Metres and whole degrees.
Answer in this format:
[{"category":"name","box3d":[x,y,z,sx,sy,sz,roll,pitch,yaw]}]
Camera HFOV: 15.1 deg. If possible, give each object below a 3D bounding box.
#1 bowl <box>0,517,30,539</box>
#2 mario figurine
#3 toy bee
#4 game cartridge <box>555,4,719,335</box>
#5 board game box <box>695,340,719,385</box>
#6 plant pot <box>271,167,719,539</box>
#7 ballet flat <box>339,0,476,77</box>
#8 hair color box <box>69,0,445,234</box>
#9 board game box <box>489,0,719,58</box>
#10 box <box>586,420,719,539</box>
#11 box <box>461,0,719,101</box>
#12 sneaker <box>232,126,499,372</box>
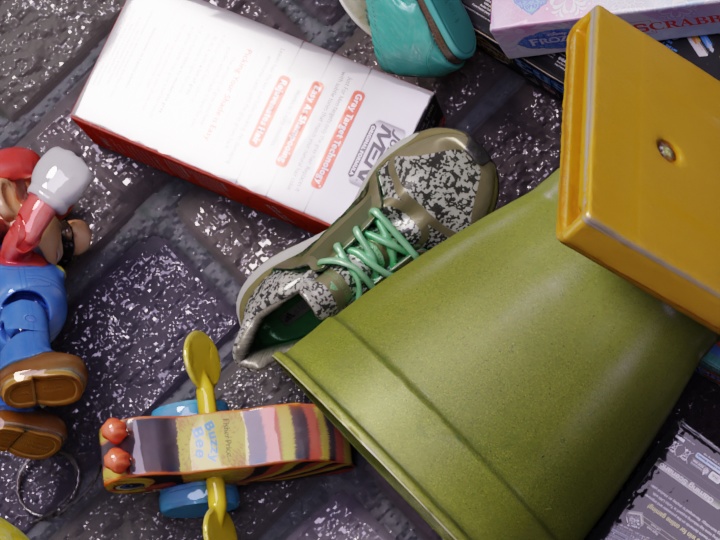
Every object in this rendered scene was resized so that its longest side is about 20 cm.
[{"category":"bowl","box3d":[-0.272,0.222,1.565,0.200,0.108,0.200,-2,75,9]},{"category":"mario figurine","box3d":[-0.184,0.009,1.606,0.123,0.106,0.200,-30,49,21]},{"category":"toy bee","box3d":[-0.106,0.113,1.567,0.200,0.109,0.131,-29,75,1]},{"category":"game cartridge","box3d":[0.193,-0.033,1.457,0.200,0.032,0.176,32,39,-21]},{"category":"board game box","box3d":[0.268,-0.015,1.571,0.152,0.045,0.200,30,82,15]},{"category":"plant pot","box3d":[0.090,0.053,1.488,0.193,0.200,0.200,-43,74,-4]},{"category":"ballet flat","box3d":[0.002,-0.203,1.586,0.070,0.067,0.200,-15,102,26]},{"category":"hair color box","box3d":[-0.061,-0.092,1.635,0.200,0.061,0.102,23,81,15]},{"category":"board game box","box3d":[0.177,-0.230,1.578,0.199,0.041,0.200,-6,65,20]},{"category":"box","box3d":[0.210,0.209,1.501,0.200,0.086,0.164,35,83,16]},{"category":"box","box3d":[0.185,-0.178,1.603,0.200,0.050,0.199,34,82,29]},{"category":"sneaker","box3d":[0.000,0.000,1.535,0.077,0.089,0.200,44,117,-6]}]
